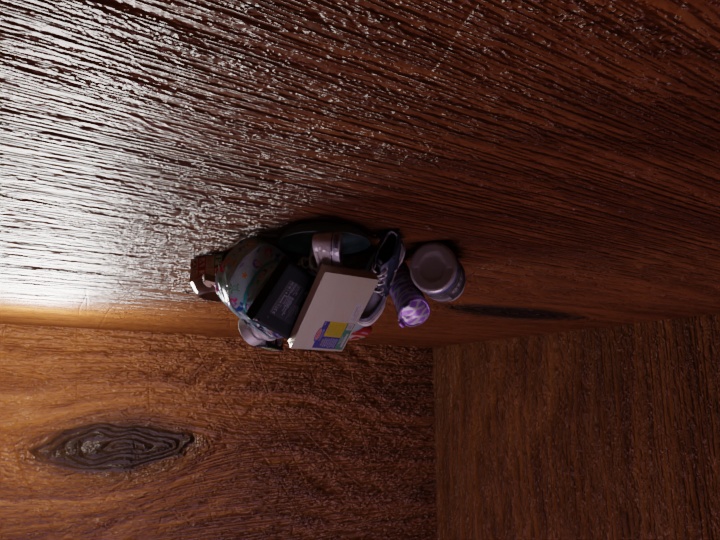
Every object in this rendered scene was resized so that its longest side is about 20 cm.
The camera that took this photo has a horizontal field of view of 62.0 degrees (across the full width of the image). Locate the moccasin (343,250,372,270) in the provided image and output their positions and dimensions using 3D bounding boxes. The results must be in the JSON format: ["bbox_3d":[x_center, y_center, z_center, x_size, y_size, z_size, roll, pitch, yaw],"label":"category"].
[{"bbox_3d":[-0.002,0.000,1.452,0.071,0.081,0.202,-2,168,8],"label":"moccasin"}]

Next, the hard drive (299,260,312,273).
[{"bbox_3d":[-0.087,0.024,1.424,0.134,0.043,0.199,38,158,-15],"label":"hard drive"}]

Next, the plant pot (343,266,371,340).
[{"bbox_3d":[-0.052,0.090,1.628,0.192,0.190,0.201,-1,166,0],"label":"plant pot"}]

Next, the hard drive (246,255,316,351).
[{"bbox_3d":[-0.130,0.075,1.254,0.033,0.142,0.199,32,177,42],"label":"hard drive"}]

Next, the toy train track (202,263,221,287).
[{"bbox_3d":[-0.279,0.048,1.393,0.196,0.116,0.033,17,124,-37],"label":"toy train track"}]

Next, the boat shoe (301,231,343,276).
[{"bbox_3d":[-0.079,-0.021,1.229,0.083,0.077,0.203,6,162,2],"label":"boat shoe"}]

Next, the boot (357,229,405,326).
[{"bbox_3d":[0.034,0.014,1.269,0.071,0.206,0.090,20,170,14],"label":"boot"}]

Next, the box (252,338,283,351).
[{"bbox_3d":[-0.258,0.120,1.708,0.043,0.208,0.160,-1,168,9],"label":"box"}]

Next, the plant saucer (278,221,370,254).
[{"bbox_3d":[-0.075,-0.068,1.262,0.192,0.029,0.200,1,168,0],"label":"plant saucer"}]

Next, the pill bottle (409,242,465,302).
[{"bbox_3d":[0.190,0.011,1.421,0.110,0.118,0.199,-4,168,18],"label":"pill bottle"}]

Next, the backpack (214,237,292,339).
[{"bbox_3d":[-0.208,0.036,1.298,0.200,0.180,0.149,43,169,-33],"label":"backpack"}]

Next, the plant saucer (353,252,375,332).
[{"bbox_3d":[0.026,0.057,1.405,0.038,0.207,0.201,19,173,14],"label":"plant saucer"}]

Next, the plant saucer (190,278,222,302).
[{"bbox_3d":[-0.329,0.051,1.506,0.192,0.036,0.201,0,168,0],"label":"plant saucer"}]

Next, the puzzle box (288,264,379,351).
[{"bbox_3d":[-0.058,0.082,1.231,0.129,0.026,0.204,8,124,-33],"label":"puzzle box"}]

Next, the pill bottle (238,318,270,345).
[{"bbox_3d":[-0.219,0.110,1.552,0.197,0.114,0.110,-33,157,19],"label":"pill bottle"}]

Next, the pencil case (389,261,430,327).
[{"bbox_3d":[0.103,0.054,1.445,0.085,0.202,0.084,-41,121,13],"label":"pencil case"}]

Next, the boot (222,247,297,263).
[{"bbox_3d":[-0.247,-0.009,1.471,0.179,0.067,0.200,5,172,-12],"label":"boot"}]

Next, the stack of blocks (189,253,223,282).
[{"bbox_3d":[-0.329,0.011,1.546,0.112,0.061,0.198,-7,166,30],"label":"stack of blocks"}]
